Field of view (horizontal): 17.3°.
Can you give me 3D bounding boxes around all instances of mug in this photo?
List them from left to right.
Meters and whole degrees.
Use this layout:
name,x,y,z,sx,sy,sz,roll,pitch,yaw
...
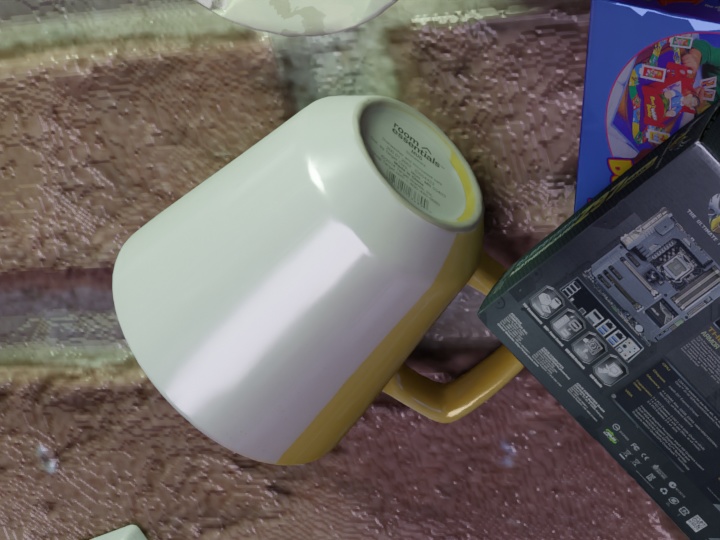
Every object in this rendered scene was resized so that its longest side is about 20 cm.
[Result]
name,x,y,z,sx,sy,sz,roll,pitch,yaw
mug,-0.007,-0.007,1.180,0.153,0.186,0.150,-44,63,31

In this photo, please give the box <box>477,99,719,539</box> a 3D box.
name,x,y,z,sx,sy,sz,roll,pitch,yaw
box,0.176,0.041,1.089,0.200,0.051,0.158,45,130,-5

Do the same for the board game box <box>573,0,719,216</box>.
name,x,y,z,sx,sy,sz,roll,pitch,yaw
board game box,0.170,-0.036,1.104,0.134,0.045,0.200,15,126,18

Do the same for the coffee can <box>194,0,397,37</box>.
name,x,y,z,sx,sy,sz,roll,pitch,yaw
coffee can,0.003,-0.204,0.981,0.146,0.200,0.146,13,125,19

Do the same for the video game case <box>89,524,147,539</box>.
name,x,y,z,sx,sy,sz,roll,pitch,yaw
video game case,-0.152,0.263,1.481,0.182,0.023,0.200,-23,108,36
